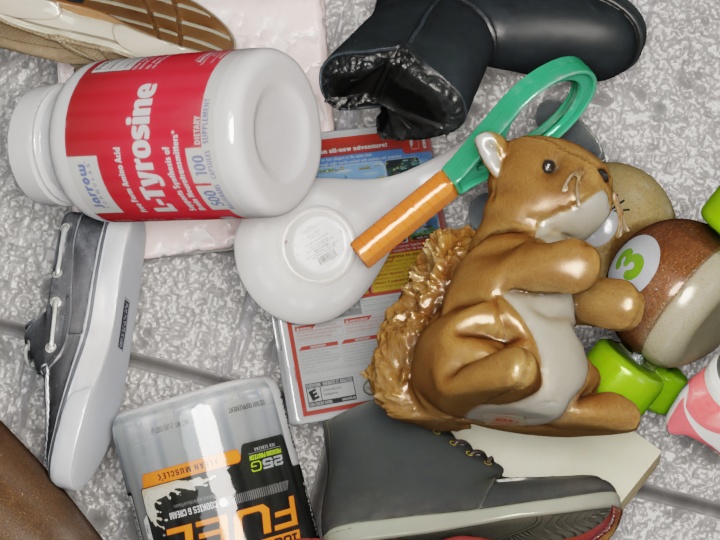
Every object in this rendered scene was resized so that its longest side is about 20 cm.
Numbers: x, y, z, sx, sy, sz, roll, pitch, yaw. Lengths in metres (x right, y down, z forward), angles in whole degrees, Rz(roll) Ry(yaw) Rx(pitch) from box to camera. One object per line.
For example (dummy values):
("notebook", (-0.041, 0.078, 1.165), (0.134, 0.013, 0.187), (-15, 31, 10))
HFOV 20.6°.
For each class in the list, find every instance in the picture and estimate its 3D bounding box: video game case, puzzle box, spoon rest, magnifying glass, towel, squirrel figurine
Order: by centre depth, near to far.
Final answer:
("squirrel figurine", (0.086, 0.007, 1.284), (0.200, 0.141, 0.187), (-12, 67, 45))
("magnifying glass", (0.077, -0.072, 1.328), (0.200, 0.080, 0.022), (-37, 66, -1))
("puzzle box", (0.095, 0.163, 1.362), (0.133, 0.025, 0.200), (36, 71, 20))
("spoon rest", (0.006, -0.036, 1.372), (0.200, 0.061, 0.100), (-28, 92, -12))
("video game case", (0.000, 0.000, 1.396), (0.143, 0.017, 0.201), (-8, 85, -25))
("towel", (-0.116, -0.107, 1.435), (0.199, 0.032, 0.192), (-6, 86, 3))

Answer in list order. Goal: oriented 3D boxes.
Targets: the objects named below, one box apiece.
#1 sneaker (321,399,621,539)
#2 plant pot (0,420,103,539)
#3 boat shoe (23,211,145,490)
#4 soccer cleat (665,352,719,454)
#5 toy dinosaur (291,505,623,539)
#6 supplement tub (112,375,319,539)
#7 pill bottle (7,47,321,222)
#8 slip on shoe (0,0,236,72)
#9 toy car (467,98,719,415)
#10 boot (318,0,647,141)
("sneaker", (0.070, 0.132, 1.323), (0.199, 0.075, 0.106), (-6, 62, 3))
("plant pot", (-0.238, 0.227, 1.357), (0.200, 0.187, 0.187), (39, 89, -8))
("boat shoe", (-0.201, 0.052, 1.373), (0.068, 0.072, 0.201), (6, 74, 11))
("soccer cleat", (0.305, 0.124, 1.371), (0.200, 0.068, 0.073), (29, 132, -18))
("toy dinosaur", (0.040, 0.201, 1.279), (0.181, 0.105, 0.200), (31, 72, 14))
("supplement tub", (-0.091, 0.182, 1.366), (0.122, 0.123, 0.201), (-16, 85, 2))
("pill bottle", (-0.136, -0.089, 1.338), (0.200, 0.112, 0.113), (-1, 85, 31))
("slip on shoe", (-0.187, -0.168, 1.402), (0.199, 0.076, 0.061), (14, 127, -2))
("toy car", (0.174, -0.024, 1.362), (0.200, 0.158, 0.164), (41, 102, 18))
("boot", (0.085, -0.141, 1.357), (0.200, 0.168, 0.077), (15, 129, 9))
